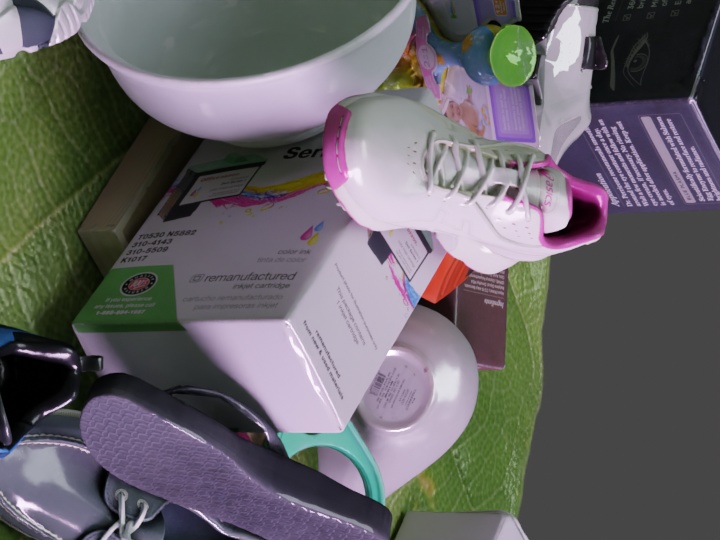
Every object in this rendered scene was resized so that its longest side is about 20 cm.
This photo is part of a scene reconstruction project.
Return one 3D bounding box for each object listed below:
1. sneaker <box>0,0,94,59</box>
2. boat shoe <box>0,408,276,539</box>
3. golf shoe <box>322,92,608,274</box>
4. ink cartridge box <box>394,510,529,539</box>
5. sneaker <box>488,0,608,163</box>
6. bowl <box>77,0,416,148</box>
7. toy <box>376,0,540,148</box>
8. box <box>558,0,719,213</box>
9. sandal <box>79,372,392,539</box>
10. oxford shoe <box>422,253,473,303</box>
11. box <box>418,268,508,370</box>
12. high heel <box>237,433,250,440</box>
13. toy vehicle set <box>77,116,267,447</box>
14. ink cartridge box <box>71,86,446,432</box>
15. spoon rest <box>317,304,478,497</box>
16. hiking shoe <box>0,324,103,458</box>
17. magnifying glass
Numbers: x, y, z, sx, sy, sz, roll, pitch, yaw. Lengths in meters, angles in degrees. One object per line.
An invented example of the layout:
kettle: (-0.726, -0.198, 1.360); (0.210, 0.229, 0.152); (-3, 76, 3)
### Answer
sneaker: (-0.205, -0.170, 1.249); (0.199, 0.079, 0.130); (-25, 119, -45)
boat shoe: (-0.118, 0.130, 1.348); (0.199, 0.062, 0.073); (29, 87, -33)
golf shoe: (0.058, -0.050, 1.340); (0.200, 0.091, 0.076); (18, 73, -53)
ink cartridge box: (0.057, 0.276, 1.660); (0.146, 0.083, 0.201); (61, 41, -37)
sneaker: (0.114, -0.131, 1.595); (0.088, 0.074, 0.201); (40, 65, -50)
bowl: (-0.054, -0.131, 1.401); (0.201, 0.200, 0.091); (-59, 148, -41)
toy: (0.019, -0.128, 1.516); (0.047, 0.199, 0.116); (-21, 108, -40)
box: (0.186, -0.149, 1.769); (0.118, 0.199, 0.197); (55, 45, -41)
sandal: (-0.067, 0.100, 1.333); (0.200, 0.076, 0.043); (32, 53, -35)
oxford shoe: (0.000, 0.000, 1.502); (0.200, 0.073, 0.071); (-32, 158, -43)
box: (0.038, -0.038, 1.625); (0.075, 0.100, 0.202); (10, 79, -57)
high heel: (-0.062, 0.175, 1.484); (0.096, 0.067, 0.201); (-15, 117, -47)
toy vehicle set: (-0.086, 0.008, 1.488); (0.125, 0.026, 0.201); (-61, 137, -39)
ink cartridge box: (-0.043, -0.007, 1.395); (0.200, 0.144, 0.084); (-58, 134, -41)
spoon rest: (-0.001, 0.114, 1.557); (0.201, 0.099, 0.061); (-62, 175, -2)
hiking shoe: (-0.214, 0.071, 1.223); (0.200, 0.086, 0.075); (-40, 122, -52)
magnifying glass: (-0.031, 0.079, 1.504); (0.079, 0.022, 0.201); (-7, 86, -22)
